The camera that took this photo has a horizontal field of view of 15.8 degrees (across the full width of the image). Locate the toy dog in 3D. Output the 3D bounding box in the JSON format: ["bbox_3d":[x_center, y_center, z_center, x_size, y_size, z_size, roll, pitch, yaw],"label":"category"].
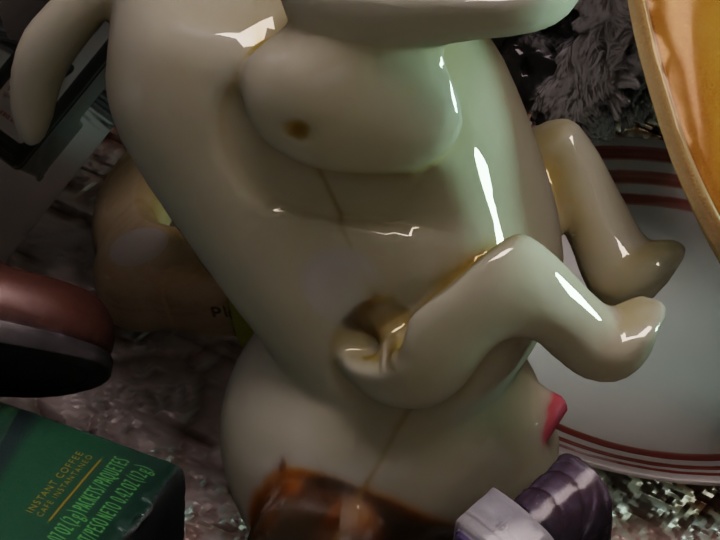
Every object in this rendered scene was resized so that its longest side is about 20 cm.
[{"bbox_3d":[0.000,0.000,0.754,0.193,0.201,0.140,-7,22,2],"label":"toy dog"}]

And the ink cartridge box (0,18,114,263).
[{"bbox_3d":[-0.132,-0.086,0.907,0.068,0.200,0.116,37,4,-40],"label":"ink cartridge box"}]

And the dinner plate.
[{"bbox_3d":[0.105,0.016,0.901,0.199,0.024,0.201,5,35,-3],"label":"dinner plate"}]

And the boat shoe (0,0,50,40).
[{"bbox_3d":[-0.044,-0.147,0.792,0.199,0.075,0.093,-18,66,-11],"label":"boat shoe"}]

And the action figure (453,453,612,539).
[{"bbox_3d":[0.000,0.123,0.680,0.199,0.070,0.130,-19,50,-33],"label":"action figure"}]

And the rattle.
[{"bbox_3d":[-0.035,-0.078,0.910,0.130,0.143,0.200,-12,34,33],"label":"rattle"}]

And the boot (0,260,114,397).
[{"bbox_3d":[-0.131,-0.071,0.828,0.187,0.069,0.201,16,73,23],"label":"boot"}]

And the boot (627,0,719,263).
[{"bbox_3d":[0.152,-0.100,0.769,0.143,0.071,0.202,-14,56,16],"label":"boot"}]

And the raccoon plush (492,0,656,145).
[{"bbox_3d":[0.137,-0.105,0.951,0.134,0.097,0.199,-9,-6,-44],"label":"raccoon plush"}]

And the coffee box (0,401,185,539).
[{"bbox_3d":[-0.167,0.074,0.760,0.199,0.044,0.123,19,38,18],"label":"coffee box"}]
